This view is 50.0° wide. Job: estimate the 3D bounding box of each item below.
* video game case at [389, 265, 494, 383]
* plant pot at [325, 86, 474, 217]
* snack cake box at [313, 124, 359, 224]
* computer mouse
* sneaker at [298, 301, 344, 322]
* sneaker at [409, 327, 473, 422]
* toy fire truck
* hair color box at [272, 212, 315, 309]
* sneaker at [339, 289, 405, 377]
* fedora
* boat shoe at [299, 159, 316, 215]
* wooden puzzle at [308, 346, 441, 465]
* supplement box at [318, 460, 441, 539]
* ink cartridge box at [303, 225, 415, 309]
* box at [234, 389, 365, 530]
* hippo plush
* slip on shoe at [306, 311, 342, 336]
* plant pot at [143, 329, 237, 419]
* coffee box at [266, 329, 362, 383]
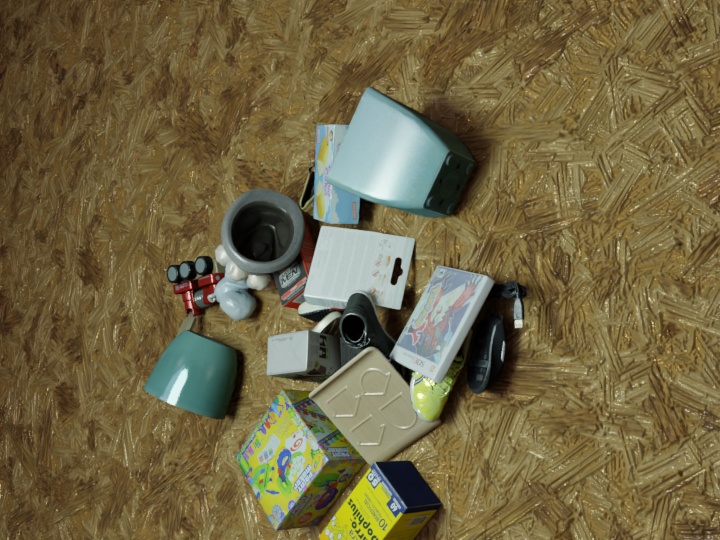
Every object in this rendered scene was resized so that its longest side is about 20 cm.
[{"bbox_3d":[0.141,0.090,1.384,0.201,0.023,0.182,-61,23,-6],"label":"video game case"},{"bbox_3d":[0.094,-0.199,1.461,0.200,0.196,0.197,33,103,32],"label":"plant pot"},{"bbox_3d":[-0.048,-0.202,1.612,0.115,0.067,0.202,-157,68,-68],"label":"snack cake box"},{"bbox_3d":[0.245,0.115,1.332,0.140,0.046,0.201,160,122,-65],"label":"computer mouse"},{"bbox_3d":[-0.047,0.046,1.620,0.199,0.070,0.094,-20,57,36],"label":"sneaker"},{"bbox_3d":[0.145,0.175,1.382,0.076,0.075,0.201,-175,102,-75],"label":"sneaker"},{"bbox_3d":[-0.394,0.074,1.897,0.175,0.128,0.201,-13,83,39],"label":"toy fire truck"},{"bbox_3d":[-0.149,-0.026,1.725,0.101,0.061,0.201,-38,57,31],"label":"hair color box"},{"bbox_3d":[0.018,0.144,1.461,0.070,0.099,0.201,-21,103,24],"label":"sneaker"},{"bbox_3d":[-0.214,-0.068,1.670,0.090,0.176,0.201,116,165,-58],"label":"fedora"},{"bbox_3d":[-0.075,-0.215,1.692,0.072,0.068,0.201,20,94,44],"label":"boat shoe"},{"bbox_3d":[0.028,0.255,1.464,0.200,0.046,0.185,47,119,-5],"label":"wooden puzzle"},{"bbox_3d":[0.034,0.461,1.424,0.109,0.109,0.201,48,113,37],"label":"supplement box"},{"bbox_3d":[0.000,0.000,1.547,0.199,0.047,0.161,8,66,12],"label":"ink cartridge box"},{"bbox_3d":[-0.125,0.384,1.576,0.200,0.122,0.193,-54,51,19],"label":"box"},{"bbox_3d":[-0.294,0.021,1.780,0.161,0.159,0.200,-55,52,18],"label":"hippo plush"},{"bbox_3d":[-0.104,0.149,1.634,0.061,0.076,0.200,54,129,29],"label":"slip on shoe"},{"bbox_3d":[-0.378,0.234,1.797,0.200,0.200,0.162,16,81,43],"label":"plant pot"},{"bbox_3d":[-0.073,0.176,1.519,0.113,0.199,0.080,-13,69,40],"label":"coffee box"}]
